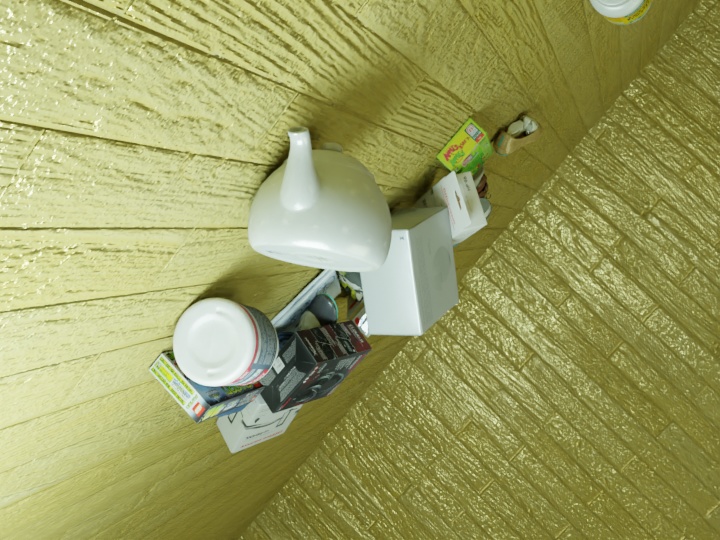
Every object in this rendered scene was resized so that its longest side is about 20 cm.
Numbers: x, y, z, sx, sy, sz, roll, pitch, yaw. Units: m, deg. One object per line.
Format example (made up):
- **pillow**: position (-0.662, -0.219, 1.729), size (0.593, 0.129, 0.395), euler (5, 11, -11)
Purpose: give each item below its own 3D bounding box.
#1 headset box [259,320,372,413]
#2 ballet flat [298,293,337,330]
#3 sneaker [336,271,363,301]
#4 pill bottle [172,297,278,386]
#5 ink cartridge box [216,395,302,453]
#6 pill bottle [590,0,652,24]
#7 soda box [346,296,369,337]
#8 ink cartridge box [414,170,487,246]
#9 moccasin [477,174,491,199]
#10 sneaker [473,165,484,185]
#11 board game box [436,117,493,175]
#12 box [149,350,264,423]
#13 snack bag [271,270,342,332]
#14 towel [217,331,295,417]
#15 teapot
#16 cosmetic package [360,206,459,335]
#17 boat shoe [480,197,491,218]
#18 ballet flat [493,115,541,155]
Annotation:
- **headset box**: position (-0.082, 0.176, 1.558), size (0.149, 0.078, 0.198), euler (-48, 157, 26)
- **ballet flat**: position (-0.090, 0.112, 1.623), size (0.073, 0.073, 0.201), euler (-41, 169, -24)
- **sneaker**: position (0.000, 0.000, 1.701), size (0.085, 0.074, 0.200), euler (-51, 178, -12)
- **pill bottle**: position (-0.186, 0.108, 1.223), size (0.120, 0.119, 0.200), euler (-47, 168, 1)
- **ink cartridge box**: position (-0.201, 0.282, 1.753), size (0.144, 0.085, 0.201), euler (-15, 149, -38)
- **pill bottle**: position (0.496, -0.538, 1.591), size (0.113, 0.113, 0.199), euler (-51, 168, 22)
- **soda box**: position (0.013, 0.080, 1.850), size (0.068, 0.063, 0.200), euler (-49, -172, 8)
- **ink cartridge box**: position (0.191, -0.123, 1.703), size (0.067, 0.118, 0.200), euler (-14, 171, -22)
- **moccasin**: position (0.293, -0.183, 2.108), size (0.073, 0.078, 0.202), euler (-40, 165, -19)
- **sneaker**: position (0.208, -0.153, 1.896), size (0.200, 0.073, 0.119), euler (-44, 162, -29)
- **board game box**: position (0.220, -0.242, 1.728), size (0.102, 0.048, 0.200), euler (-48, 168, 7)
- **box**: position (-0.231, 0.167, 1.279), size (0.035, 0.110, 0.200), euler (-48, 169, 11)
- **snack bag**: position (-0.109, 0.075, 1.645), size (0.189, 0.021, 0.200), euler (-46, 168, -7)
- **towel**: position (-0.197, 0.191, 1.575), size (0.200, 0.049, 0.111), euler (-46, 162, 15)
- **teapot**: position (-0.044, -0.085, 1.044), size (0.199, 0.194, 0.149), euler (-7, -108, 62)
- **cosmetic package**: position (0.093, -0.002, 1.620), size (0.121, 0.204, 0.199), euler (-2, -166, 27)
- **boat shoe**: position (0.228, -0.121, 2.010), size (0.198, 0.075, 0.069), euler (-30, 152, 0)
- **ballet flat**: position (0.388, -0.335, 1.999), size (0.199, 0.068, 0.064), euler (-38, 152, -43)
